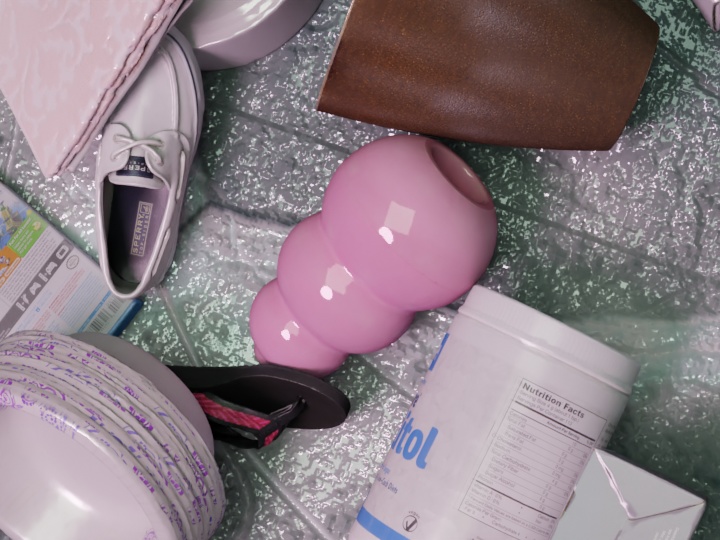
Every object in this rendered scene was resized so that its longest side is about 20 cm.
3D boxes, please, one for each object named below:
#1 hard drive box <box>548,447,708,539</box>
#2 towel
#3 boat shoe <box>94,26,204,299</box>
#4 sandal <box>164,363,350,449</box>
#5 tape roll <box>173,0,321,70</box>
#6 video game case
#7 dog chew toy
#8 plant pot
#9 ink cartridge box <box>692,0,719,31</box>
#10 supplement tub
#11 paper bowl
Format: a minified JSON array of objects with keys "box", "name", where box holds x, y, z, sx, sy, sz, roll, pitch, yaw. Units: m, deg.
[{"box":[0.156,0.199,1.092,0.077,0.200,0.156,26,88,14],"name":"hard drive box"},{"box":[-0.203,-0.198,1.213,0.200,0.032,0.191,-50,57,32],"name":"towel"},{"box":[-0.152,-0.076,1.223,0.073,0.065,0.201,3,108,2],"name":"boat shoe"},{"box":[-0.102,0.101,1.220,0.199,0.075,0.045,2,55,19],"name":"sandal"},{"box":[-0.119,-0.252,1.269,0.202,0.071,0.203,-1,84,11],"name":"tape roll"},{"box":[-0.281,0.018,1.297,0.200,0.018,0.143,39,93,13],"name":"video game case"},{"box":[0.000,0.000,1.191,0.200,0.124,0.125,-44,77,20],"name":"dog chew toy"},{"box":[0.095,-0.161,1.174,0.200,0.187,0.187,21,88,-2],"name":"plant pot"},{"box":[0.254,-0.291,1.189,0.147,0.086,0.200,-31,80,6],"name":"ink cartridge box"},{"box":[0.089,0.125,1.151,0.132,0.132,0.200,25,88,13],"name":"supplement tub"},{"box":[-0.182,0.124,1.186,0.200,0.201,0.104,29,50,13],"name":"paper bowl"}]
